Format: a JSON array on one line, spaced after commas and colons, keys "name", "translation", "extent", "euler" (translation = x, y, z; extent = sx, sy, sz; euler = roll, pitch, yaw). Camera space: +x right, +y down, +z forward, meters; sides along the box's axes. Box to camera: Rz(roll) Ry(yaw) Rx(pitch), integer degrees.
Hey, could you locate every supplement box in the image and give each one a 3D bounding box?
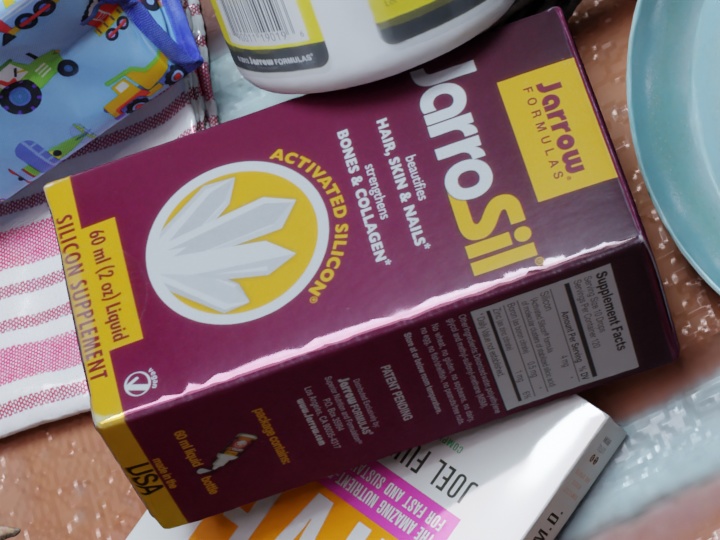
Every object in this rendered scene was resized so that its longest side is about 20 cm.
[{"name": "supplement box", "translation": [0.000, 0.000, 0.964], "extent": [0.200, 0.086, 0.110], "euler": [-19, 56, 3]}]

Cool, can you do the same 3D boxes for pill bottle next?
[{"name": "pill bottle", "translation": [-0.023, -0.172, 0.947], "extent": [0.112, 0.112, 0.200], "euler": [-10, 113, 24]}]

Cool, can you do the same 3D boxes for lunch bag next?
[{"name": "lunch bag", "translation": [-0.166, -0.135, 1.119], "extent": [0.150, 0.094, 0.200], "euler": [-32, 49, 19]}]

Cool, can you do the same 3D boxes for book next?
[{"name": "book", "translation": [-0.010, 0.107, 1.003], "extent": [0.134, 0.048, 0.200], "euler": [33, 86, 30]}]

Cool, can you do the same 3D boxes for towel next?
[{"name": "towel", "translation": [-0.126, -0.034, 1.116], "extent": [0.146, 0.030, 0.200], "euler": [-20, 65, 21]}]

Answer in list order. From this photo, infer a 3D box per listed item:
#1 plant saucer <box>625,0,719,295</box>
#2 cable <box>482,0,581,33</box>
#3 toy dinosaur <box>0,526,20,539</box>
[{"name": "plant saucer", "translation": [0.190, -0.066, 0.933], "extent": [0.200, 0.027, 0.200], "euler": [2, 95, 25]}, {"name": "cable", "translation": [0.103, -0.120, 0.993], "extent": [0.200, 0.097, 0.050], "euler": [-37, 72, 15]}, {"name": "toy dinosaur", "translation": [-0.177, 0.162, 1.008], "extent": [0.086, 0.200, 0.136], "euler": [10, 77, -9]}]
